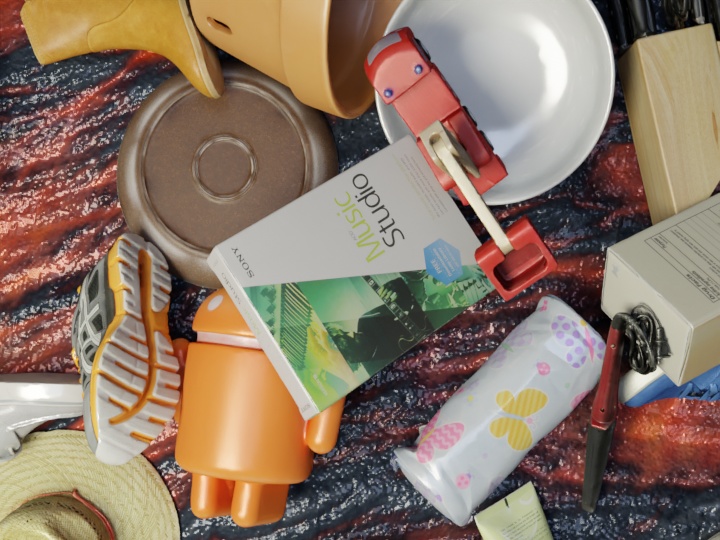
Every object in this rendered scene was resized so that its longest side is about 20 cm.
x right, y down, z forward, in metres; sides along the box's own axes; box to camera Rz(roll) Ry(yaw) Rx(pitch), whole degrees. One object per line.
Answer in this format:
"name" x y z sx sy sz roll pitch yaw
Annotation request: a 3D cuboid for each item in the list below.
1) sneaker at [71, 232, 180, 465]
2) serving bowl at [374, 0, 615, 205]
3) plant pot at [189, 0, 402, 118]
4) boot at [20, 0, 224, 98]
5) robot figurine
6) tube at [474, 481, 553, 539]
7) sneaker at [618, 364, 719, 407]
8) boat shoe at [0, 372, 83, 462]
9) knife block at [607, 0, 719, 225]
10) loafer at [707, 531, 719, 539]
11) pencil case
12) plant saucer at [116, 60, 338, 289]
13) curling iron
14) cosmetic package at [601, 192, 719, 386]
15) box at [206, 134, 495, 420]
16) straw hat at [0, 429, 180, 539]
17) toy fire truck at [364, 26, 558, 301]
"sneaker" -0.195 0.067 0.790 0.076 0.078 0.203 -30 43 25
"serving bowl" 0.112 -0.162 0.839 0.195 0.066 0.205 2 105 8
"plant pot" -0.048 -0.240 0.805 0.137 0.200 0.204 17 84 17
"boot" -0.210 -0.205 0.849 0.142 0.071 0.204 -26 73 3
"robot figurine" -0.088 0.098 0.798 0.115 0.143 0.205 10 84 -27
"tube" 0.156 0.283 0.818 0.051 0.058 0.204 -23 85 8
"sneaker" 0.317 0.097 0.824 0.197 0.077 0.113 -22 76 -10
"boat shoe" -0.309 0.124 0.815 0.195 0.072 0.070 -5 91 -3
"knife block" 0.256 -0.164 0.857 0.174 0.064 0.202 33 85 3
"loafer" 0.275 0.309 0.814 0.069 0.070 0.202 21 70 42
"pencil case" 0.117 0.114 0.814 0.200 0.091 0.083 -44 96 -4
"plant saucer" -0.116 -0.087 0.859 0.195 0.032 0.205 0 85 -2
"curling iron" 0.201 0.118 0.791 0.025 0.050 0.203 -11 127 -29
"cosmetic package" 0.302 -0.002 0.793 0.197 0.072 0.106 -23 47 -15
"box" 0.000 0.000 0.769 0.198 0.036 0.146 -33 86 -25
"straw hat" -0.250 0.227 0.797 0.196 0.085 0.206 0 84 -1
"toy fire truck" 0.071 -0.088 0.754 0.048 0.141 0.201 -34 103 14
